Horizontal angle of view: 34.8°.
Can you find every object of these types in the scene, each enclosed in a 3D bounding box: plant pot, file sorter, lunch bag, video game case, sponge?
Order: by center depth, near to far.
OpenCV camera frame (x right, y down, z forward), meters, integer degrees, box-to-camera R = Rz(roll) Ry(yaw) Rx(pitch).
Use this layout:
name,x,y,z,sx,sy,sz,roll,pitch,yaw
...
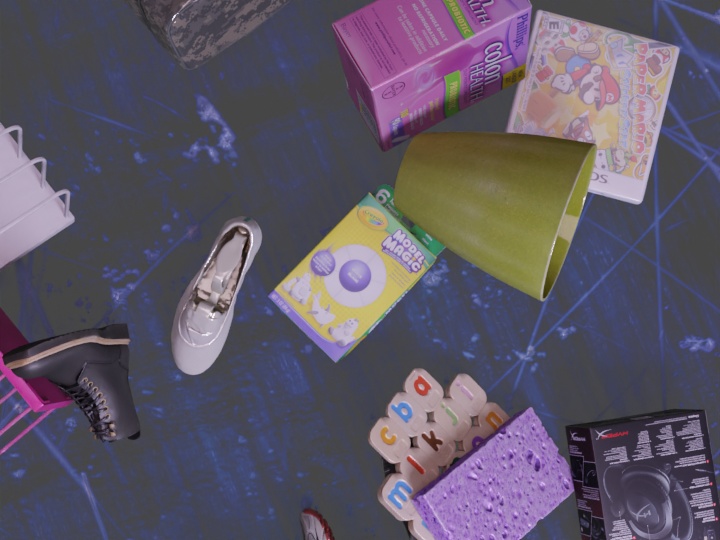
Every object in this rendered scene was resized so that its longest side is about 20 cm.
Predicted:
name,x,y,z,sx,sy,sz,roll,pitch,yaw
file sorter,-0.450,0.111,1.303,0.125,0.139,0.200,-40,87,-2
sponge,0.157,0.251,1.304,0.200,0.030,0.112,-31,89,-37
file sorter,-0.443,-0.114,1.311,0.139,0.125,0.200,-38,86,-21
plant pot,0.146,-0.084,1.323,0.200,0.187,0.187,19,85,15
lunch bag,-0.194,-0.361,1.351,0.200,0.139,0.168,-39,71,-4
video game case,0.277,-0.199,1.398,0.182,0.023,0.200,15,85,0

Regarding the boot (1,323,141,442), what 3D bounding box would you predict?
name,x,y,z,sx,sy,sz,roll,pitch,yaw
boot,-0.307,0.136,1.276,0.077,0.200,0.139,-13,89,24

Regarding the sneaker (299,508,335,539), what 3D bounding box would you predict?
name,x,y,z,sx,sy,sz,roll,pitch,yaw
sneaker,-0.065,0.376,1.319,0.082,0.078,0.200,1,85,0

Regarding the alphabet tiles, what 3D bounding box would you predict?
name,x,y,z,sx,sy,sz,roll,pitch,yaw
alphabet tiles,0.101,0.216,1.311,0.196,0.015,0.200,45,54,-9

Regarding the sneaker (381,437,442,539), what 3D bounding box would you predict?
name,x,y,z,sx,sy,sz,roll,pitch,yaw
sneaker,0.079,0.284,1.321,0.066,0.091,0.200,-20,87,-1

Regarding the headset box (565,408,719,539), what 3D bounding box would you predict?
name,x,y,z,sx,sy,sz,roll,pitch,yaw
headset box,0.331,0.268,1.323,0.149,0.077,0.200,-7,87,-13

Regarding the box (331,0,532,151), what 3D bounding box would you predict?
name,x,y,z,sx,sy,sz,roll,pitch,yaw
box,0.084,-0.250,1.314,0.200,0.176,0.097,-29,73,-4

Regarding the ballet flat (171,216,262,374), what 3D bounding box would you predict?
name,x,y,z,sx,sy,sz,roll,pitch,yaw
ballet flat,-0.174,0.026,1.351,0.069,0.069,0.200,23,86,1

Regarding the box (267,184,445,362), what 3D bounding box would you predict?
name,x,y,z,sx,sy,sz,roll,pitch,yaw
box,0.000,0.000,1.366,0.117,0.048,0.200,44,84,2
